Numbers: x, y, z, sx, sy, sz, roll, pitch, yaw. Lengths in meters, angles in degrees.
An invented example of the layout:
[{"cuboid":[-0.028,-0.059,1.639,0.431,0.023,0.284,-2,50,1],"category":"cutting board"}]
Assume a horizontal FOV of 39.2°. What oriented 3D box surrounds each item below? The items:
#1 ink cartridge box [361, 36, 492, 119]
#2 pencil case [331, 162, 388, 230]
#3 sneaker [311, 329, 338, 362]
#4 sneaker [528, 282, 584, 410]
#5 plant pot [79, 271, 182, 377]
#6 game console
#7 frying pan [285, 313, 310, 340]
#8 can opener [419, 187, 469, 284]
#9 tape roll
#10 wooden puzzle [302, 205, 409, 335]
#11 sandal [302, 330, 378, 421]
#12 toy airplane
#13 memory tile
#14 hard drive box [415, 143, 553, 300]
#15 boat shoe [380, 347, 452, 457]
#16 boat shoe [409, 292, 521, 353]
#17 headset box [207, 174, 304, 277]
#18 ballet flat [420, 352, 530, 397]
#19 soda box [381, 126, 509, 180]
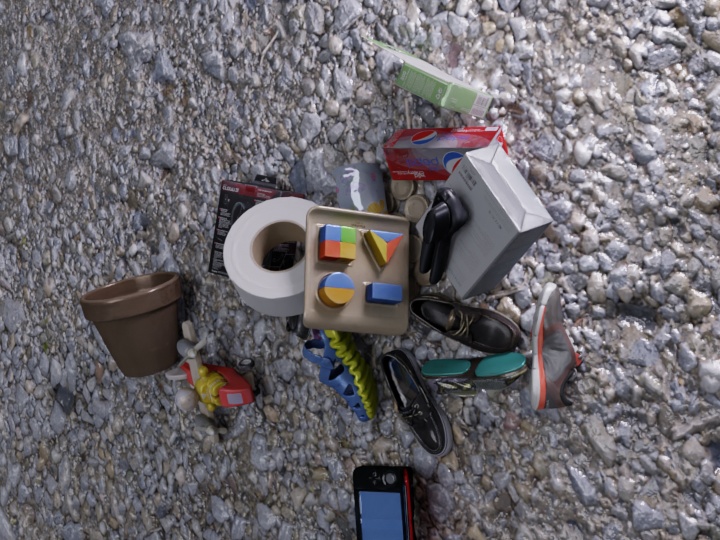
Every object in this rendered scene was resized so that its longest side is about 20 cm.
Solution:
[{"cuboid":[0.103,-0.317,1.665,0.200,0.145,0.048,32,107,29],"category":"ink cartridge box"},{"cuboid":[0.004,-0.088,1.744,0.091,0.083,0.200,-16,81,40],"category":"pencil case"},{"cuboid":[-0.065,0.065,1.780,0.072,0.114,0.201,-6,87,11],"category":"sneaker"},{"cuboid":[0.310,0.120,1.584,0.082,0.077,0.200,3,92,6],"category":"sneaker"},{"cuboid":[-0.434,0.111,1.999,0.200,0.200,0.175,-6,104,33],"category":"plant pot"},{"cuboid":[0.039,0.439,1.711,0.172,0.119,0.200,-6,86,32],"category":"game console"},{"cuboid":[-0.119,0.063,1.802,0.190,0.031,0.115,-171,79,-70],"category":"frying pan"},{"cuboid":[0.120,-0.053,1.589,0.200,0.078,0.063,99,147,-55],"category":"can opener"},{"cuboid":[-0.129,-0.025,1.723,0.202,0.071,0.203,-5,59,8],"category":"tape roll"},{"cuboid":[0.000,0.000,1.653,0.046,0.185,0.200,160,114,-66],"category":"wooden puzzle"},{"cuboid":[-0.035,0.176,1.757,0.087,0.079,0.200,-23,101,17],"category":"sandal"},{"cuboid":[-0.305,0.216,1.921,0.200,0.141,0.199,48,135,8],"category":"toy airplane"},{"cuboid":[0.076,-0.057,1.755,0.153,0.017,0.200,-41,69,26],"category":"memory tile"},{"cuboid":[0.190,-0.074,1.598,0.156,0.077,0.200,59,145,18],"category":"hard drive box"},{"cuboid":[0.089,0.224,1.712,0.070,0.066,0.200,-29,74,29],"category":"boat shoe"},{"cuboid":[0.165,0.090,1.661,0.200,0.073,0.075,16,98,32],"category":"boat shoe"},{"cuboid":[-0.195,-0.079,1.895,0.149,0.077,0.200,12,95,32],"category":"headset box"},{"cuboid":[0.195,0.175,1.651,0.200,0.072,0.072,-7,85,36],"category":"ballet flat"},{"cuboid":[0.141,-0.193,1.673,0.200,0.063,0.070,4,132,33],"category":"soda box"}]
